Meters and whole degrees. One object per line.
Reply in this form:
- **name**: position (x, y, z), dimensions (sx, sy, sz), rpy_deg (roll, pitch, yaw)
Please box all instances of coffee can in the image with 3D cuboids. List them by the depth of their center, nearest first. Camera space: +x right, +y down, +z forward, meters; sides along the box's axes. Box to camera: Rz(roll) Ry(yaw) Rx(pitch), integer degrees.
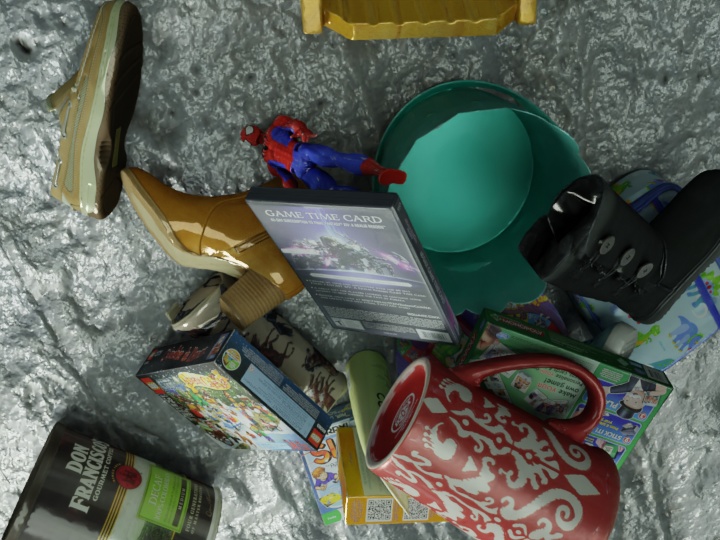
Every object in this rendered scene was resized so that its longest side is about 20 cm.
- **coffee can**: position (-0.268, 0.272, 0.850), dimensions (0.197, 0.147, 0.148), rpy_deg (27, 108, -18)

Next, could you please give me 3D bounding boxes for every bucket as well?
- **bucket**: position (0.106, -0.075, 0.756), dimensions (0.201, 0.135, 0.213), rpy_deg (-3, 114, -7)

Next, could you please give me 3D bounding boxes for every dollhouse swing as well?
- **dollhouse swing**: position (0.045, -0.316, 0.636), dimensions (0.194, 0.184, 0.179), rpy_deg (-3, 134, -6)

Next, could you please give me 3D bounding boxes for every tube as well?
- **tube**: position (0.018, 0.158, 0.808), dimensions (0.057, 0.201, 0.053), rpy_deg (14, 114, -12)

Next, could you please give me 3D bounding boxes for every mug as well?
- **mug**: position (0.120, 0.157, 0.712), dimensions (0.197, 0.180, 0.133), rpy_deg (30, 151, -10)

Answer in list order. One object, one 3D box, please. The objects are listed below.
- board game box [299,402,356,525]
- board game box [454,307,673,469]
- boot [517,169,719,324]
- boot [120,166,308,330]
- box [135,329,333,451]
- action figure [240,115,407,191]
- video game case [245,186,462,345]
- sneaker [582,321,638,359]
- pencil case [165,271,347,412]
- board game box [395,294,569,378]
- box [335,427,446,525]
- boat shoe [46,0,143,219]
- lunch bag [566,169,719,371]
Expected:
- **board game box**: position (0.032, 0.209, 0.922), dimensions (0.195, 0.035, 0.138), rpy_deg (-18, 114, 0)
- **board game box**: position (0.182, 0.128, 0.762), dimensions (0.195, 0.029, 0.137), rpy_deg (20, 117, -9)
- **boot**: position (0.246, -0.044, 0.699), dimensions (0.197, 0.066, 0.168), rpy_deg (21, 103, -39)
- **boot**: position (-0.122, -0.057, 0.767), dimensions (0.144, 0.071, 0.202), rpy_deg (-42, 87, -22)
- **box**: position (-0.133, 0.127, 0.793), dimensions (0.136, 0.198, 0.038), rpy_deg (44, 58, -21)
- **action figure**: position (-0.046, -0.097, 0.710), dimensions (0.051, 0.198, 0.067), rpy_deg (-12, 121, -41)
- **video game case**: position (0.000, 0.000, 0.691), dimensions (0.140, 0.019, 0.201), rpy_deg (6, 146, 29)
- **sneaker**: position (0.229, 0.108, 0.845), dimensions (0.081, 0.074, 0.202), rpy_deg (35, 147, 18)
- **pencil case**: position (-0.108, 0.086, 0.828), dimensions (0.089, 0.079, 0.200), rpy_deg (-36, 114, 26)
- **board game box**: position (0.122, 0.096, 0.825), dimensions (0.195, 0.039, 0.163), rpy_deg (-7, 90, 23)
- **box**: position (0.074, 0.217, 0.846), dimensions (0.194, 0.120, 0.043), rpy_deg (3, 113, -8)
- **boat shoe**: position (-0.252, -0.150, 0.718), dimensions (0.074, 0.072, 0.205), rpy_deg (18, 109, 2)
- **lunch bag**: position (0.307, 0.005, 0.848), dimensions (0.159, 0.083, 0.202), rpy_deg (-34, 114, 5)
